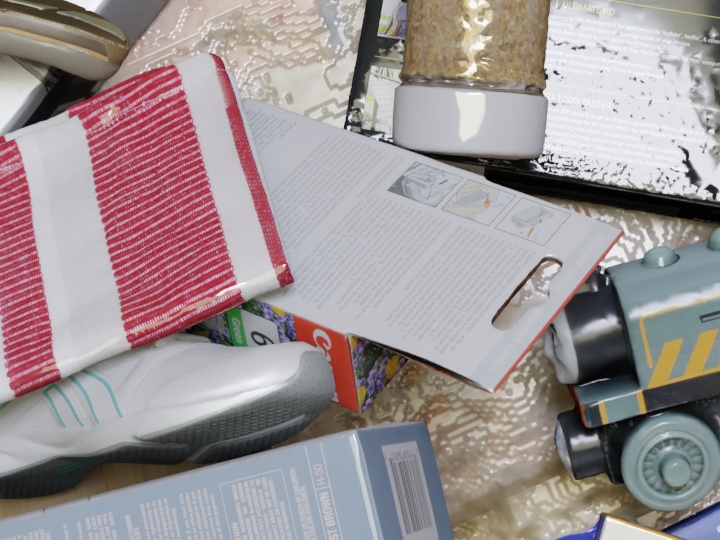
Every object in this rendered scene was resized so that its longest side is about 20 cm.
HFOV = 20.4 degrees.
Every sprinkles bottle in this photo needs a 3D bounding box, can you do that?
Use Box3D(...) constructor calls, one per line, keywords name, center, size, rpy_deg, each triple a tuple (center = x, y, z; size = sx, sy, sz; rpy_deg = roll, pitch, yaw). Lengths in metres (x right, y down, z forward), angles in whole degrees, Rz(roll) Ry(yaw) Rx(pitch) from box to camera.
Box3D(name="sprinkles bottle", center=(0.054, -0.150, 0.872), size=(0.068, 0.068, 0.202), rpy_deg=(4, 94, 3))

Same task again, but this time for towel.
Box3D(name="towel", center=(-0.135, -0.010, 0.835), size=(0.199, 0.023, 0.145), rpy_deg=(-22, 46, 3))

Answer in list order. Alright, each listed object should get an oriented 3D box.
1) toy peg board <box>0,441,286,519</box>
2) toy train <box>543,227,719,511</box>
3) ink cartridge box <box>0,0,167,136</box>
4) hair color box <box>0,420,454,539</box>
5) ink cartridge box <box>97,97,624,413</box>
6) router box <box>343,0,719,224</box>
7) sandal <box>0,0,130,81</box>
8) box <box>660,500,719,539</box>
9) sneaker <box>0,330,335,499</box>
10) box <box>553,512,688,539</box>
Box3D(name="toy peg board", center=(-0.102, 0.150, 0.920), size=(0.198, 0.098, 0.201), rpy_deg=(-17, 82, 17))
Box3D(name="toy train", center=(0.178, 0.031, 0.898), size=(0.199, 0.085, 0.115), rpy_deg=(-14, 107, 3))
Box3D(name="ink cartridge box", center=(-0.199, -0.117, 0.943), size=(0.145, 0.084, 0.200), rpy_deg=(38, 88, 6))
Box3D(name="hair color box", center=(-0.072, 0.113, 0.809), size=(0.199, 0.099, 0.061), rpy_deg=(-15, 83, 17))
Box3D(name="ink cartridge box", center=(0.000, 0.000, 0.843), size=(0.199, 0.051, 0.109), rpy_deg=(21, 50, 29))
Box3D(name="router box", center=(0.100, -0.110, 0.944), size=(0.198, 0.051, 0.150), rpy_deg=(10, 83, 4))
Box3D(name="sandal", center=(-0.200, -0.106, 0.870), size=(0.199, 0.080, 0.054), rpy_deg=(16, 108, 0))
Box3D(name="box", center=(0.176, 0.169, 0.924), size=(0.199, 0.032, 0.122), rpy_deg=(-26, 84, 1))
Box3D(name="sneaker", center=(-0.102, 0.044, 0.828), size=(0.199, 0.070, 0.081), rpy_deg=(-11, 72, 29))
Box3D(name="box", center=(0.162, 0.187, 0.887), size=(0.199, 0.041, 0.120), rpy_deg=(17, 87, 2))
